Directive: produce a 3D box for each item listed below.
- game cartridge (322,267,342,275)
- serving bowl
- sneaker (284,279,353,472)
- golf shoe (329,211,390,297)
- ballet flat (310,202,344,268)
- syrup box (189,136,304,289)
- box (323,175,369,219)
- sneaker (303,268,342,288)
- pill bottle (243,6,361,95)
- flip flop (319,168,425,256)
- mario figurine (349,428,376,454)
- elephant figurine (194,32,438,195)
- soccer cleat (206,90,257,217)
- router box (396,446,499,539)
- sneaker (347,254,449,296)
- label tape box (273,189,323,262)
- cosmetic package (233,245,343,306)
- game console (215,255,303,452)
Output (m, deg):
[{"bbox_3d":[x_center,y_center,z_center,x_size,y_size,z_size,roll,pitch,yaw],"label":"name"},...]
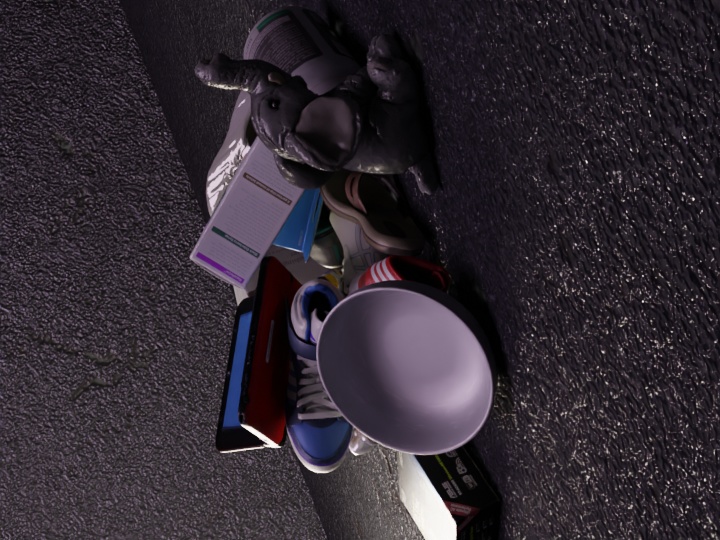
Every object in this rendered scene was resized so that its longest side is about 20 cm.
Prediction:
[{"bbox_3d":[0.005,0.066,1.648,0.200,0.038,0.131,-165,56,-74],"label":"game cartridge"},{"bbox_3d":[0.055,0.094,1.315,0.066,0.198,0.202,-49,-51,-55],"label":"serving bowl"},{"bbox_3d":[-0.049,0.110,1.393,0.147,0.080,0.202,90,180,-64],"label":"sneaker"},{"bbox_3d":[0.000,0.000,1.479,0.201,0.097,0.079,55,166,29],"label":"golf shoe"},{"bbox_3d":[-0.064,-0.046,1.666,0.064,0.067,0.200,66,171,-21],"label":"ballet flat"},{"bbox_3d":[-0.121,-0.086,1.485,0.081,0.201,0.079,31,-158,-8],"label":"syrup box"},{"bbox_3d":[-0.024,-0.105,1.626,0.200,0.036,0.144,91,156,-63],"label":"box"},{"bbox_3d":[-0.040,0.093,1.605,0.075,0.089,0.201,47,157,54],"label":"sneaker"},{"bbox_3d":[-0.054,-0.208,1.404,0.200,0.112,0.114,-121,17,-49],"label":"pill bottle"},{"bbox_3d":[0.016,-0.079,1.406,0.200,0.080,0.058,-129,39,-54],"label":"flip flop"},{"bbox_3d":[0.003,0.156,1.492,0.105,0.124,0.200,28,173,-17],"label":"mario figurine"},{"bbox_3d":[-0.043,-0.145,1.240,0.142,0.198,0.156,84,162,-48],"label":"elephant figurine"},{"bbox_3d":[-0.144,-0.137,1.545,0.078,0.069,0.202,47,124,57],"label":"soccer cleat"},{"bbox_3d":[0.106,0.284,1.550,0.150,0.062,0.201,56,163,34],"label":"router box"},{"bbox_3d":[0.073,0.071,1.362,0.200,0.078,0.115,49,145,-1],"label":"sneaker"},{"bbox_3d":[-0.101,-0.115,1.599,0.200,0.065,0.145,-124,44,-62],"label":"label tape box"},{"bbox_3d":[-0.088,0.057,1.864,0.166,0.163,0.201,84,161,-47],"label":"cosmetic package"},{"bbox_3d":[-0.139,0.102,1.476,0.172,0.117,0.202,50,-137,-62],"label":"game console"}]
